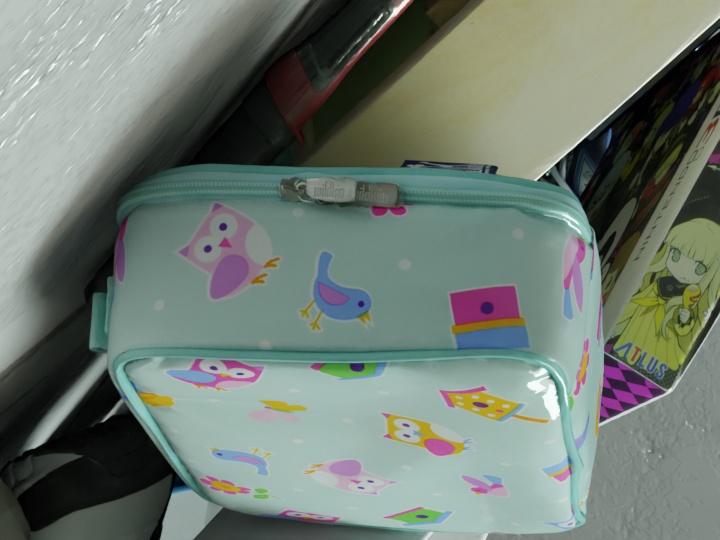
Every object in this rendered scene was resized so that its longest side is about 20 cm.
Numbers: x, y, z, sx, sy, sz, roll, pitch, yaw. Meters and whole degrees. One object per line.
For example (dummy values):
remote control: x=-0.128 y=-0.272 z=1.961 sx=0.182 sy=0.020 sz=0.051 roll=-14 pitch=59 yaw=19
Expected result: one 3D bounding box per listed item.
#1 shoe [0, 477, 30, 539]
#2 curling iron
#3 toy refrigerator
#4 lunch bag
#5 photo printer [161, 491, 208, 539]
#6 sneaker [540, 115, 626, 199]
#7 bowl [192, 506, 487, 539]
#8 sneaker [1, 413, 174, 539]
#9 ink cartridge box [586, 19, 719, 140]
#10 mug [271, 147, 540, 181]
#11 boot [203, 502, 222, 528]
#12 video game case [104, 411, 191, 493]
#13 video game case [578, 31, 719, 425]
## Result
shoe: x=-0.168 y=0.140 z=1.083 sx=0.070 sy=0.053 sz=0.200 roll=-46 pitch=176 yaw=-35
curling iron: x=-0.022 y=-0.058 z=0.935 sx=0.200 sy=0.026 sz=0.050 roll=-49 pitch=180 yaw=9
toy refrigerator: x=0.065 y=-0.095 z=0.959 sx=0.200 sy=0.070 sz=0.076 roll=-41 pitch=-158 yaw=15
lunch bag: x=-0.001 y=0.027 z=0.919 sx=0.200 sy=0.159 sz=0.078 roll=72 pitch=23 yaw=-67
photo printer: x=-0.067 y=0.096 z=1.481 sx=0.166 sy=0.070 sz=0.200 roll=-27 pitch=-169 yaw=39
sneaker: x=0.085 y=-0.041 z=1.249 sx=0.200 sy=0.077 sz=0.085 roll=-51 pitch=-157 yaw=-8
bowl: x=-0.028 y=0.138 z=1.082 sx=0.200 sy=0.075 sz=0.200 roll=-46 pitch=165 yaw=-31
sneaker: x=-0.107 y=0.118 z=1.130 sx=0.073 sy=0.080 sz=0.200 roll=-16 pitch=161 yaw=-21
ink cartridge box: x=0.143 y=-0.134 z=1.138 sx=0.094 sy=0.044 sz=0.200 roll=-53 pitch=-176 yaw=-30
mug: x=-0.003 y=0.004 z=1.133 sx=0.152 sy=0.114 sz=0.185 roll=-51 pitch=177 yaw=41
boot: x=-0.001 y=0.093 z=1.370 sx=0.200 sy=0.073 sz=0.096 roll=-57 pitch=139 yaw=-31
video game case: x=-0.044 y=0.071 z=1.270 sx=0.199 sy=0.018 sz=0.143 roll=-12 pitch=-173 yaw=16
video game case: x=0.116 y=-0.017 z=1.099 sx=0.182 sy=0.036 sz=0.200 roll=-59 pitch=-174 yaw=-17
